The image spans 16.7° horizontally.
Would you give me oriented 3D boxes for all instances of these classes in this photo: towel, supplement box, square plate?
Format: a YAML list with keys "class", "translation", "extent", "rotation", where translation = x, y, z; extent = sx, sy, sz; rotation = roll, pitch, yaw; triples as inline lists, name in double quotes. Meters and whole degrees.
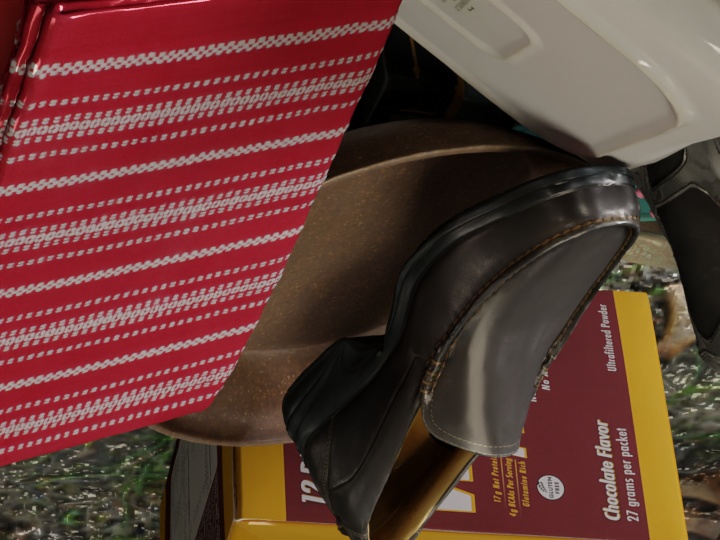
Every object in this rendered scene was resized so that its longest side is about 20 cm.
- class: "towel"
  translation: [-0.069, -0.018, 0.752]
  extent: [0.144, 0.023, 0.201]
  rotation: [-13, 141, -41]
- class: "supplement box"
  translation: [0.019, 0.114, 1.114]
  extent: [0.196, 0.133, 0.200]
  rotation: [4, 142, -11]
- class: "square plate"
  translation: [0.036, -0.096, 0.776]
  extent: [0.198, 0.029, 0.200]
  rotation: [37, 172, -6]

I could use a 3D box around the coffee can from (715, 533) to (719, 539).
- class: "coffee can"
  translation: [0.270, 0.125, 1.144]
  extent: [0.146, 0.147, 0.200]
  rotation: [13, 139, -22]

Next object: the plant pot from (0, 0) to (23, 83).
- class: "plant pot"
  translation: [-0.161, -0.105, 0.764]
  extent: [0.199, 0.201, 0.183]
  rotation: [-1, 136, -5]

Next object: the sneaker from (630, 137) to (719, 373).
- class: "sneaker"
  translation: [0.137, -0.028, 0.919]
  extent: [0.095, 0.079, 0.200]
  rotation: [31, 157, 20]

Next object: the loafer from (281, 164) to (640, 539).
- class: "loafer"
  translation: [0.044, 0.035, 0.885]
  extent: [0.072, 0.073, 0.200]
  rotation: [-3, 150, -32]

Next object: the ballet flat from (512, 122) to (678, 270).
- class: "ballet flat"
  translation: [0.132, -0.030, 1.014]
  extent: [0.199, 0.068, 0.062]
  rotation: [11, 168, -14]

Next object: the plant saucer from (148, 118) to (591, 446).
- class: "plant saucer"
  translation: [0.000, 0.000, 0.917]
  extent: [0.199, 0.037, 0.201]
  rotation: [-16, 152, -8]

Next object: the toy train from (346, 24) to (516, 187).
- class: "toy train"
  translation: [-0.013, -0.040, 0.954]
  extent: [0.113, 0.086, 0.200]
  rotation: [6, 142, -18]
